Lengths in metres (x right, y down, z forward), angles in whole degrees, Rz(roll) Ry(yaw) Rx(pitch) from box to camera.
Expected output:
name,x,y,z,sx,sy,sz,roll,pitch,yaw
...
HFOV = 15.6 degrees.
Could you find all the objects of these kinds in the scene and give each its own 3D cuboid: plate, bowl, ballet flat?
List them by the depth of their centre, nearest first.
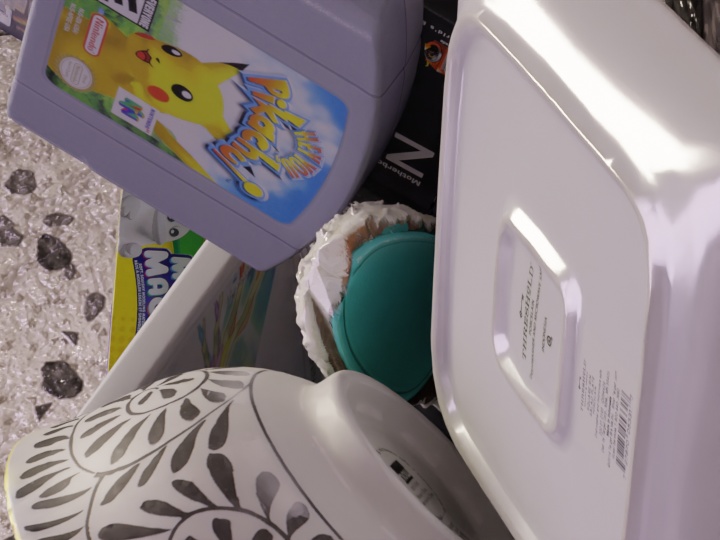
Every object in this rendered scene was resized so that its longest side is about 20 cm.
name,x,y,z,sx,sy,sz,roll,pitch,yaw
plate,0.061,0.013,0.745,0.200,0.032,0.200,-125,32,-54
bowl,-0.009,0.095,0.840,0.201,0.094,0.201,42,-167,-12
ballet flat,0.017,0.015,0.948,0.200,0.072,0.072,26,-127,-60

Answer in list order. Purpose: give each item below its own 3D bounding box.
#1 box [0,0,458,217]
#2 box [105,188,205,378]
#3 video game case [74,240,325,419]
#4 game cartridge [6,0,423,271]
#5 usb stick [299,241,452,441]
name,x,y,z,sx,sy,sz,roll,pitch,yaw
box,-0.039,-0.100,0.944,0.049,0.200,0.161,-58,-3,-27
box,-0.094,0.013,1.262,0.117,0.048,0.201,99,176,-88
video game case,-0.068,0.073,1.188,0.200,0.022,0.183,-56,-26,-38
game cartridge,-0.050,-0.073,0.912,0.041,0.133,0.200,-62,0,-29
usb stick,0.000,0.000,1.050,0.055,0.033,0.200,23,-142,-44
